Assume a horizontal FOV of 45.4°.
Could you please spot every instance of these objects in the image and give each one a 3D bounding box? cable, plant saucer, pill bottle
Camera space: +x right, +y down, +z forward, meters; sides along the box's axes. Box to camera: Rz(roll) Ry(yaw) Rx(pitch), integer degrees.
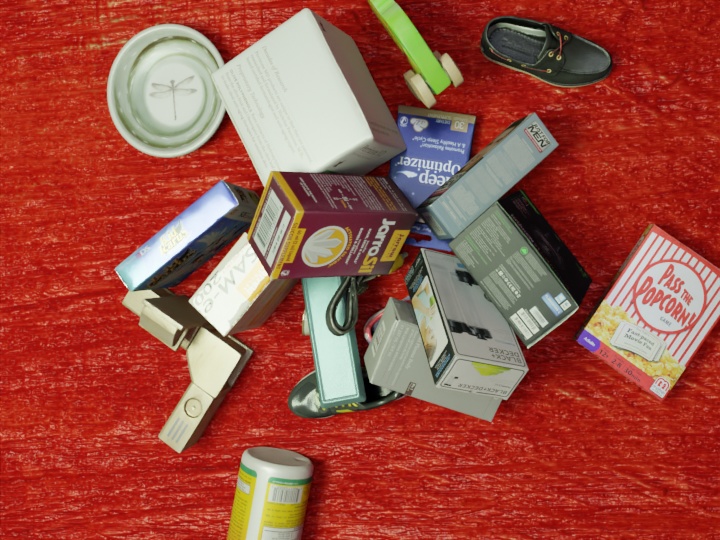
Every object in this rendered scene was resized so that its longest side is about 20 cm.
[{"bbox_3d":[0.000,0.000,1.239,0.050,0.201,0.098,-23,113,42],"label":"cable"},{"bbox_3d":[-0.293,-0.275,1.340,0.195,0.050,0.205,0,89,9],"label":"plant saucer"},{"bbox_3d":[-0.139,0.377,1.283,0.110,0.113,0.205,10,91,8],"label":"pill bottle"},{"bbox_3d":[-0.042,0.093,1.243,0.068,0.019,0.205,-11,83,10],"label":"plant saucer"}]

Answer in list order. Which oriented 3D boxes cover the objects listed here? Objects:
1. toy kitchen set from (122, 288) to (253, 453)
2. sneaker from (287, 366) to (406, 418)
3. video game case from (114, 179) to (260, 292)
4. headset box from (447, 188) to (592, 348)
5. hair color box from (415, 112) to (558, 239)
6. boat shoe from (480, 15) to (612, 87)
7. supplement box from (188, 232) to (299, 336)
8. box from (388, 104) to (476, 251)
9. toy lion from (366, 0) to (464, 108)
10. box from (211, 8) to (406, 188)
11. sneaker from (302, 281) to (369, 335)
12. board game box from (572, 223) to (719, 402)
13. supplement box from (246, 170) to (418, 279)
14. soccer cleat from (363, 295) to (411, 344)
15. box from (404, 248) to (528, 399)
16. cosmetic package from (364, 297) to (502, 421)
[{"bbox_3d":[-0.300,0.140,1.281,0.198,0.163,0.182,34,94,7],"label":"toy kitchen set"},{"bbox_3d":[-0.019,0.175,1.281,0.196,0.085,0.076,-15,87,7],"label":"sneaker"},{"bbox_3d":[-0.241,-0.047,1.264,0.199,0.181,0.046,-38,85,6],"label":"video game case"},{"bbox_3d":[0.228,-0.010,1.196,0.092,0.199,0.175,-40,84,22],"label":"headset box"},{"bbox_3d":[0.177,-0.132,1.225,0.199,0.099,0.061,-41,97,-6],"label":"hair color box"},{"bbox_3d":[0.272,-0.319,1.257,0.197,0.063,0.075,16,89,6],"label":"boat shoe"},{"bbox_3d":[-0.155,0.018,1.243,0.073,0.200,0.127,41,94,6],"label":"supplement box"},{"bbox_3d":[0.101,-0.138,1.294,0.118,0.032,0.205,9,92,8],"label":"box"},{"bbox_3d":[0.061,-0.335,1.223,0.068,0.200,0.193,-34,104,8],"label":"toy lion"},{"bbox_3d":[-0.066,-0.223,1.220,0.169,0.199,0.203,-30,84,16],"label":"box"},{"bbox_3d":[-0.028,0.006,1.297,0.088,0.067,0.205,11,93,2],"label":"sneaker"},{"bbox_3d":[0.424,0.060,1.239,0.150,0.046,0.202,34,94,7],"label":"board game box"},{"bbox_3d":[-0.036,-0.059,1.141,0.086,0.197,0.112,54,132,37],"label":"supplement box"},{"bbox_3d":[0.093,0.055,1.270,0.197,0.076,0.068,-29,86,7],"label":"soccer cleat"},{"bbox_3d":[0.138,0.069,1.151,0.114,0.202,0.061,13,129,-22],"label":"box"},{"bbox_3d":[0.114,0.127,1.222,0.196,0.090,0.109,18,108,-12],"label":"cosmetic package"}]
